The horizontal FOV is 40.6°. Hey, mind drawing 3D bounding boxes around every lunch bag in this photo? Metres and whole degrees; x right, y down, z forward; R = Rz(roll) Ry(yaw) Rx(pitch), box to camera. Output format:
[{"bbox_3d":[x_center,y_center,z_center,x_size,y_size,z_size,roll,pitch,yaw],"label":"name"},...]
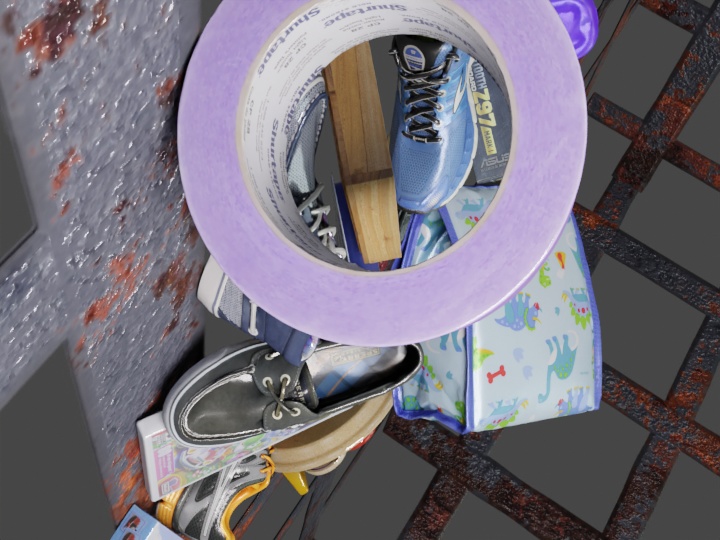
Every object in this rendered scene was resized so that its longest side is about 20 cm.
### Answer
[{"bbox_3d":[0.117,0.027,0.855,0.168,0.126,0.204,-4,96,-37],"label":"lunch bag"}]

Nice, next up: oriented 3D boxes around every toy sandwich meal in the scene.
[{"bbox_3d":[-0.030,0.141,1.003,0.206,0.203,0.071,-52,124,-31],"label":"toy sandwich meal"}]

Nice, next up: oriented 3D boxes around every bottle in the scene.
[{"bbox_3d":[0.166,-0.245,0.898,0.201,0.082,0.066,-82,156,-61],"label":"bottle"}]

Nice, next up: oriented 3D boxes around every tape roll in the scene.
[{"bbox_3d":[0.014,-0.065,0.493,0.202,0.198,0.085,-59,171,4],"label":"tape roll"}]

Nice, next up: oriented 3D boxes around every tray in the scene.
[{"bbox_3d":[0.003,-0.079,0.713,0.200,0.036,0.101,72,8,-76],"label":"tray"}]

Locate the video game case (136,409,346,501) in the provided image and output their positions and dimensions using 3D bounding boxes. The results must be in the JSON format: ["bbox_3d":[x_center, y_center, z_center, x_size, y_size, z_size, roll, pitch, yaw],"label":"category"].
[{"bbox_3d":[-0.084,0.117,0.796,0.197,0.018,0.144,-23,154,-21],"label":"video game case"}]

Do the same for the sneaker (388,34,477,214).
[{"bbox_3d":[0.049,-0.146,0.752,0.089,0.077,0.204,-1,99,-63],"label":"sneaker"}]

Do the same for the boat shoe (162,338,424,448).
[{"bbox_3d":[-0.046,0.079,0.708,0.197,0.070,0.056,-19,-166,-17],"label":"boat shoe"}]

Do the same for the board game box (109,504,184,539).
[{"bbox_3d":[-0.209,0.321,0.841,0.202,0.036,0.152,-58,148,-19],"label":"board game box"}]

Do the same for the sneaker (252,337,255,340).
[{"bbox_3d":[-0.050,0.032,0.828,0.099,0.070,0.201,-54,168,-11],"label":"sneaker"}]

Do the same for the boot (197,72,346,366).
[{"bbox_3d":[-0.039,-0.032,0.640,0.073,0.090,0.202,-45,163,-50],"label":"boot"}]

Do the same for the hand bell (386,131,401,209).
[{"bbox_3d":[0.105,-0.055,0.964,0.105,0.198,0.104,-54,170,-14],"label":"hand bell"}]

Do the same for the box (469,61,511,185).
[{"bbox_3d":[0.123,-0.159,0.919,0.050,0.161,0.200,-14,178,12],"label":"box"}]

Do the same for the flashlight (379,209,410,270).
[{"bbox_3d":[0.016,0.008,1.089,0.202,0.067,0.068,-63,168,25],"label":"flashlight"}]

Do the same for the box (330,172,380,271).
[{"bbox_3d":[0.000,0.000,0.886,0.200,0.032,0.123,85,-6,-73],"label":"box"}]

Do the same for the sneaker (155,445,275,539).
[{"bbox_3d":[-0.109,0.167,0.918,0.202,0.076,0.078,-58,169,-13],"label":"sneaker"}]
